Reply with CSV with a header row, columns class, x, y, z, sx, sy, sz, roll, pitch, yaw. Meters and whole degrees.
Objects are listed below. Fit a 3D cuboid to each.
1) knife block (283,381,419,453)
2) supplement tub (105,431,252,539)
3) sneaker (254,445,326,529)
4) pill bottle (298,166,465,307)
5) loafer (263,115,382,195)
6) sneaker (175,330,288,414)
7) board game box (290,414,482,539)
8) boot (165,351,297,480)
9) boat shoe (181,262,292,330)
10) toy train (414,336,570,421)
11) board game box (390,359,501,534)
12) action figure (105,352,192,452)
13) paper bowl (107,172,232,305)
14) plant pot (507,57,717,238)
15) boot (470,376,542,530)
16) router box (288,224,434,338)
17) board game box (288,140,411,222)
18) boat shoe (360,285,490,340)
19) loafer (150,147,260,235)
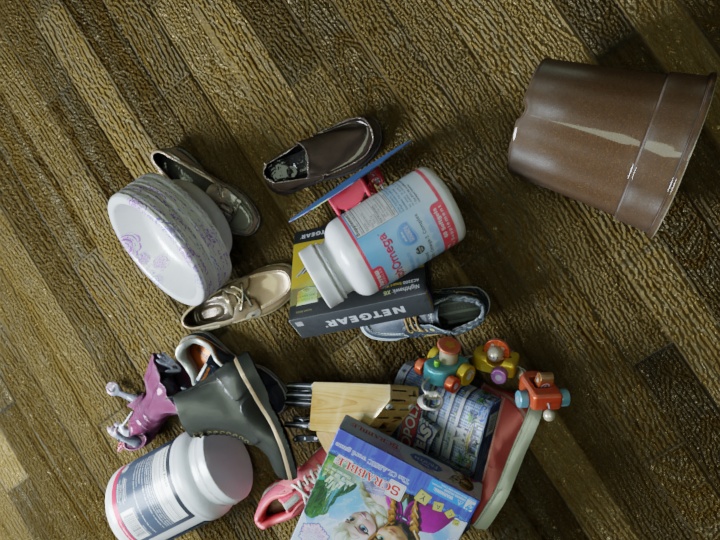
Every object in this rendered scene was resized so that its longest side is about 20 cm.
class,x,y,z,sx,sy,sz,roll,pitch,yaw
knife block,-0.029,0.186,0.890,0.201,0.064,0.176,-55,49,20
supplement tub,-0.285,0.341,0.968,0.199,0.140,0.141,-29,87,14
sneaker,-0.084,0.341,0.945,0.200,0.087,0.074,-40,86,13
pill bottle,0.026,-0.038,0.783,0.199,0.109,0.109,-31,87,-2
loafer,-0.060,-0.166,0.907,0.199,0.071,0.074,-26,88,14
sneaker,-0.208,0.172,0.968,0.199,0.079,0.079,31,99,8
board game box,0.029,0.322,0.806,0.198,0.041,0.201,24,109,8
boot,-0.187,0.241,0.913,0.137,0.077,0.202,-25,89,-10
boat shoe,-0.188,0.049,0.959,0.198,0.064,0.072,-26,88,15
toy train,0.172,0.136,0.822,0.197,0.151,0.056,1,113,-3
board game box,0.080,0.243,0.874,0.198,0.061,0.202,18,103,33
action figure,-0.340,0.230,1.013,0.148,0.135,0.200,23,119,-31
paper bowl,-0.274,-0.054,0.924,0.199,0.104,0.202,28,143,23
plant pot,0.302,-0.169,0.765,0.197,0.200,0.202,22,99,19
boot,0.161,0.259,0.890,0.143,0.072,0.202,21,92,12
router box,0.000,0.000,0.872,0.198,0.052,0.159,-13,52,14
board game box,-0.004,-0.107,0.836,0.157,0.200,0.039,-20,107,54
boat shoe,0.086,0.062,0.879,0.198,0.091,0.072,-13,91,15
loafer,-0.248,-0.122,0.961,0.199,0.063,0.072,39,101,8
